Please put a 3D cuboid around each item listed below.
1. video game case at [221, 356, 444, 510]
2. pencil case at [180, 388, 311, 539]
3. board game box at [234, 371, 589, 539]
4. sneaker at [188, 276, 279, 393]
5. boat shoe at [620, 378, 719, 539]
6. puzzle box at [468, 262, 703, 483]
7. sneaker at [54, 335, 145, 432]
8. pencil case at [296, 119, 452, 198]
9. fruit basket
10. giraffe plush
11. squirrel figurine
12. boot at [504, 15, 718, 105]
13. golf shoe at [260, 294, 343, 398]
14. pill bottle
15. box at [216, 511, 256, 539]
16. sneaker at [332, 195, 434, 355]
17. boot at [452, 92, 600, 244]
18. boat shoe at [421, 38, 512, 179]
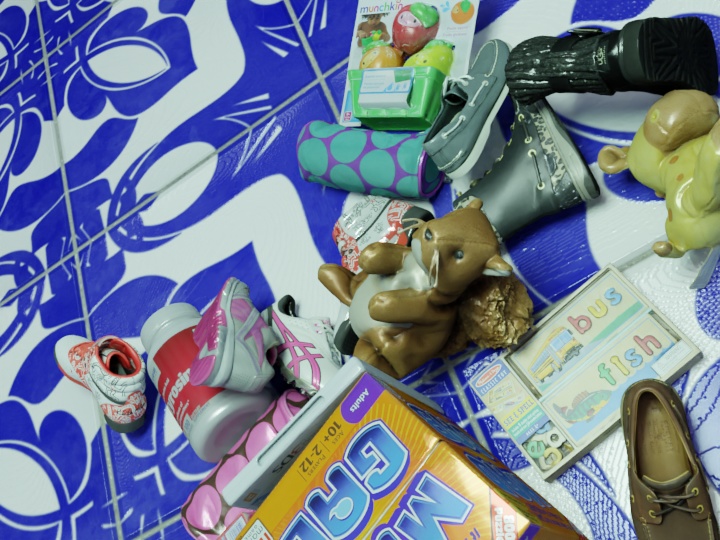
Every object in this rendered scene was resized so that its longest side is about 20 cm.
[{"bbox_3d":[-0.018,0.183,0.781,0.182,0.200,0.022,-46,55,5],"label":"video game case"},{"bbox_3d":[-0.115,0.236,0.886,0.200,0.091,0.094,-51,19,4],"label":"pencil case"},{"bbox_3d":[0.052,0.252,0.711,0.200,0.200,0.200,38,91,36],"label":"board game box"},{"bbox_3d":[-0.143,0.082,0.898,0.081,0.088,0.200,-53,21,22],"label":"sneaker"},{"bbox_3d":[0.271,0.195,0.680,0.072,0.068,0.201,-14,74,20],"label":"boat shoe"},{"bbox_3d":[0.225,0.102,0.785,0.200,0.025,0.133,-43,54,7],"label":"puzzle box"},{"bbox_3d":[-0.357,0.121,1.050,0.201,0.067,0.108,39,132,33],"label":"sneaker"},{"bbox_3d":[0.014,-0.145,0.976,0.200,0.085,0.093,12,71,33],"label":"pencil case"},{"bbox_3d":[0.058,-0.285,0.995,0.185,0.094,0.201,8,92,32],"label":"fruit basket"},{"bbox_3d":[0.336,-0.109,0.757,0.200,0.172,0.162,-64,34,35],"label":"giraffe plush"},{"bbox_3d":[0.087,0.014,0.788,0.187,0.200,0.142,-48,41,33],"label":"squirrel figurine"},{"bbox_3d":[0.271,-0.219,0.816,0.158,0.211,0.080,0,92,48],"label":"boot"},{"bbox_3d":[-0.059,0.098,0.922,0.200,0.073,0.092,33,86,36],"label":"golf shoe"},{"bbox_3d":[-0.198,0.134,0.962,0.112,0.112,0.200,-47,54,4],"label":"pill bottle"},{"bbox_3d":[-0.131,0.361,0.816,0.200,0.095,0.103,-50,53,14],"label":"box"},{"bbox_3d":[0.001,0.000,0.935,0.108,0.067,0.202,24,79,36],"label":"sneaker"},{"bbox_3d":[0.168,-0.128,0.891,0.154,0.073,0.204,-33,53,18],"label":"boot"},{"bbox_3d":[0.126,-0.203,0.898,0.073,0.062,0.200,-20,43,59],"label":"boat shoe"}]
